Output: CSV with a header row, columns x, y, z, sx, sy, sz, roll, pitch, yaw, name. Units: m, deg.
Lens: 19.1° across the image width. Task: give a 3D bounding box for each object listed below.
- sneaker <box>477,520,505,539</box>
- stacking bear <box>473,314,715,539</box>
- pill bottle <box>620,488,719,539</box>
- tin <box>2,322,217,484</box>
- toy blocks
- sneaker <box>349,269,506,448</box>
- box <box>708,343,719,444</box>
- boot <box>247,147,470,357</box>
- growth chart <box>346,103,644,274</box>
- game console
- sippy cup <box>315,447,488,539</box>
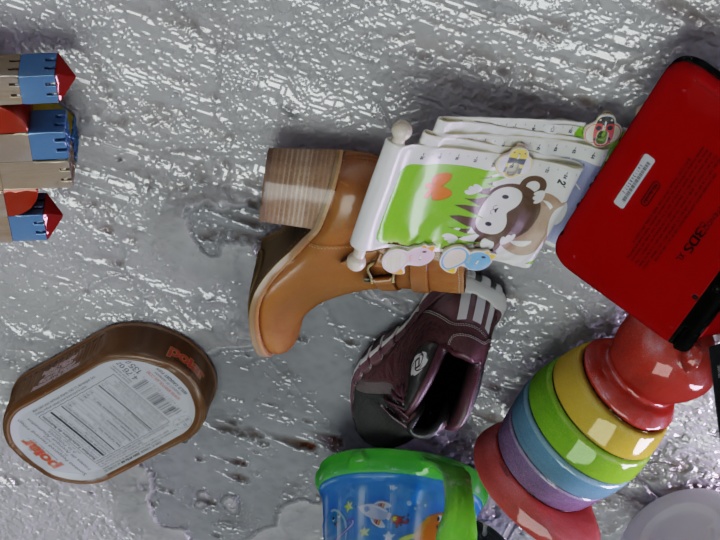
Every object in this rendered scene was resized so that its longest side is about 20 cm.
x,y,z,sx,sy,sz,roll,pitch,yaw,name
0.060,0.265,1.791,0.089,0.079,0.200,36,139,-30,sneaker
0.184,0.100,1.578,0.113,0.122,0.200,27,124,-23,stacking bear
0.286,0.276,1.713,0.110,0.111,0.200,-11,130,23,pill bottle
-0.204,0.109,1.722,0.200,0.042,0.112,-29,117,34,tin
-0.261,-0.092,1.516,0.136,0.100,0.201,-2,133,0,toy blocks
0.038,0.095,1.595,0.075,0.116,0.200,23,134,-9,sneaker
0.351,0.135,1.505,0.124,0.149,0.200,-23,142,31,box
0.000,0.000,1.547,0.154,0.074,0.200,9,137,-1,boot
0.093,-0.052,1.460,0.199,0.018,0.145,-3,131,-14,growth chart
0.257,-0.051,1.448,0.172,0.119,0.200,36,133,8,game console
0.027,0.222,1.680,0.139,0.131,0.178,4,158,8,sippy cup
